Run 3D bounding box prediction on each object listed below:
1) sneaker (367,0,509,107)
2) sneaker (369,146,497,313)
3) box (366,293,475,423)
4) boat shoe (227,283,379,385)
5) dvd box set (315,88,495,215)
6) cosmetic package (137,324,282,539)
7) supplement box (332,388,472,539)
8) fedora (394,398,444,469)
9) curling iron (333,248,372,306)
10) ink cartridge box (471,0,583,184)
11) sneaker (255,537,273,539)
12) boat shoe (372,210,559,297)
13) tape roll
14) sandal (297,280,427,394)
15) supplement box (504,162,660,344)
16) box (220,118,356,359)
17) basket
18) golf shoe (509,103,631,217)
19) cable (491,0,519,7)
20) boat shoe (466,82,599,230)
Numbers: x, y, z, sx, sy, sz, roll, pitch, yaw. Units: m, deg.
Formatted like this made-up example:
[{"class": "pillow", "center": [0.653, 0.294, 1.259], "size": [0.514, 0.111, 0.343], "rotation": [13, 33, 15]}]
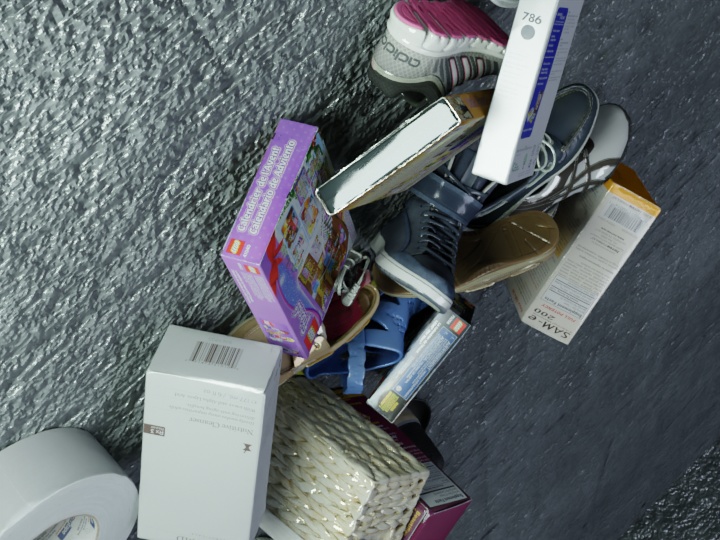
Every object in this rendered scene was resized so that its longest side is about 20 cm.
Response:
[{"class": "sneaker", "center": [0.072, -0.187, 1.291], "size": [0.200, 0.074, 0.088], "rotation": [-8, 141, -56]}, {"class": "sneaker", "center": [0.080, -0.047, 1.404], "size": [0.146, 0.077, 0.202], "rotation": [-51, -161, 8]}, {"class": "box", "center": [0.072, 0.092, 1.629], "size": [0.137, 0.040, 0.200], "rotation": [-51, 178, 8]}, {"class": "boat shoe", "center": [-0.058, 0.057, 1.400], "size": [0.200, 0.074, 0.069], "rotation": [-32, 179, -43]}, {"class": "dvd box set", "center": [0.055, -0.110, 1.305], "size": [0.146, 0.029, 0.200], "rotation": [-35, 176, 23]}, {"class": "cosmetic package", "center": [-0.139, 0.159, 1.329], "size": [0.081, 0.113, 0.200], "rotation": [-72, 170, -59]}, {"class": "supplement box", "center": [0.003, 0.244, 1.632], "size": [0.103, 0.200, 0.131], "rotation": [-3, 130, -56]}, {"class": "fedora", "center": [0.036, 0.256, 1.823], "size": [0.200, 0.092, 0.201], "rotation": [-37, 152, -24]}, {"class": "curling iron", "center": [0.000, 0.000, 1.395], "size": [0.200, 0.026, 0.050], "rotation": [-42, 155, -82]}, {"class": "ink cartridge box", "center": [0.153, -0.178, 1.281], "size": [0.099, 0.039, 0.200], "rotation": [-20, 129, -68]}, {"class": "sneaker", "center": [-0.152, 0.378, 1.745], "size": [0.088, 0.076, 0.200], "rotation": [-42, 156, 25]}, {"class": "boat shoe", "center": [0.113, -0.006, 1.533], "size": [0.199, 0.071, 0.065], "rotation": [-12, 158, 1]}, {"class": "tape roll", "center": [-0.297, 0.238, 1.306], "size": [0.200, 0.066, 0.200], "rotation": [-37, 153, -22]}, {"class": "sandal", "center": [0.015, 0.069, 1.540], "size": [0.200, 0.087, 0.080], "rotation": [-36, 150, -28]}, {"class": "supplement box", "center": [0.260, -0.030, 1.728], "size": [0.200, 0.073, 0.126], "rotation": [-58, -162, 20]}, {"class": "box", "center": [-0.059, -0.023, 1.284], "size": [0.200, 0.039, 0.137], "rotation": [70, 38, -62]}, {"class": "basket", "center": [-0.043, 0.212, 1.522], "size": [0.135, 0.200, 0.124], "rotation": [1, 121, -58]}, {"class": "golf shoe", "center": [0.228, -0.123, 1.616], "size": [0.200, 0.078, 0.095], "rotation": [-45, 154, -11]}, {"class": "cable", "center": [0.153, -0.319, 1.230], "size": [0.200, 0.069, 0.200], "rotation": [-37, 152, -24]}, {"class": "boat shoe", "center": [0.173, -0.125, 1.537], "size": [0.200, 0.075, 0.062], "rotation": [-41, 166, 5]}]
